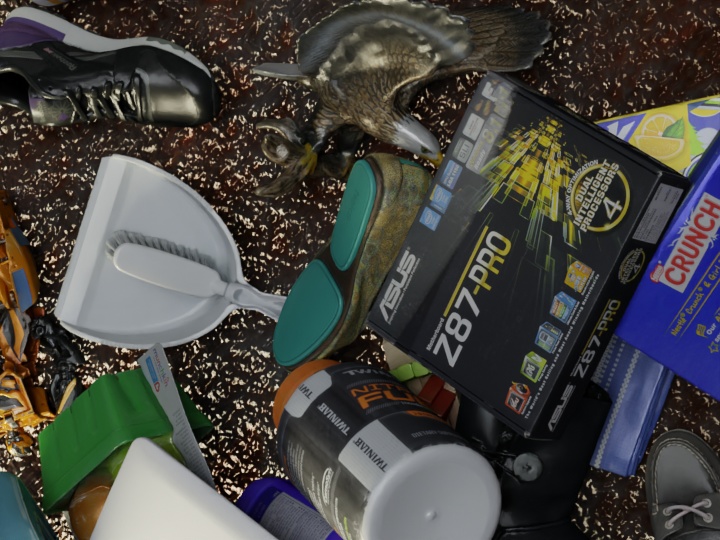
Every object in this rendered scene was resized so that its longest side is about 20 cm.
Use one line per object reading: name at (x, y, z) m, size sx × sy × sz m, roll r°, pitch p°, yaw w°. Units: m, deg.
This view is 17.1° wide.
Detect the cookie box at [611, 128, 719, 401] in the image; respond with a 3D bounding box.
cookie box at (0.291, 0.012, 1.605) m, size 0.199 × 0.075 × 0.172 m, roll 32°, pitch 108°, yaw -2°

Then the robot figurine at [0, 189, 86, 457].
robot figurine at (-0.293, 0.047, 1.841) m, size 0.144 × 0.058 × 0.201 m, roll -21°, pitch 81°, yaw 17°

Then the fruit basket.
fruit basket at (-0.152, 0.180, 1.753) m, size 0.185 × 0.093 × 0.201 m, roll -42°, pitch 71°, yaw 44°

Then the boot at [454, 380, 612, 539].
boot at (0.147, 0.162, 1.669) m, size 0.199 × 0.076 × 0.169 m, roll 20°, pitch 93°, yaw 4°

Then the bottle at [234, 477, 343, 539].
bottle at (-0.017, 0.214, 1.680) m, size 0.200 × 0.065 × 0.084 m, roll 24°, pitch 91°, yaw 48°

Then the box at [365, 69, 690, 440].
box at (0.110, -0.011, 1.610) m, size 0.161 × 0.049 × 0.201 m, roll 35°, pitch 105°, yaw 35°

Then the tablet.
tablet at (-0.103, 0.220, 1.667) m, size 0.200 × 0.014 × 0.131 m, roll 35°, pitch 119°, yaw 18°

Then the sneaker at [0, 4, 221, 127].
sneaker at (-0.203, -0.131, 1.794) m, size 0.199 × 0.088 × 0.076 m, roll 15°, pitch 134°, yaw 23°

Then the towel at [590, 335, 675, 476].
towel at (0.133, 0.049, 1.727) m, size 0.199 × 0.024 × 0.146 m, roll 22°, pitch 96°, yaw 20°

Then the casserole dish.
casserole dish at (-0.233, 0.226, 1.760) m, size 0.039 × 0.201 × 0.121 m, roll -28°, pitch 36°, yaw -2°

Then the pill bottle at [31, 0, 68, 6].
pill bottle at (-0.203, -0.266, 1.798) m, size 0.199 × 0.109 × 0.110 m, roll -15°, pitch 84°, yaw 17°

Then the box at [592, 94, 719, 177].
box at (0.186, -0.072, 1.677) m, size 0.199 × 0.064 × 0.071 m, roll -12°, pitch 84°, yaw 11°

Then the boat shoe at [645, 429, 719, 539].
boat shoe at (0.242, 0.209, 1.662) m, size 0.066 × 0.057 × 0.201 m, roll -14°, pitch 84°, yaw 14°

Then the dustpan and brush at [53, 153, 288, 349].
dustpan and brush at (-0.117, 0.007, 1.783) m, size 0.199 × 0.057 × 0.140 m, roll 18°, pitch 95°, yaw -7°

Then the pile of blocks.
pile of blocks at (0.049, 0.030, 1.713) m, size 0.082 × 0.062 × 0.201 m, roll 6°, pitch 91°, yaw 21°

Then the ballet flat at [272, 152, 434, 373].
ballet flat at (0.000, 0.000, 1.708) m, size 0.071 × 0.071 × 0.201 m, roll 37°, pitch 127°, yaw 16°

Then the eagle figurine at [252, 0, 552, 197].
eagle figurine at (0.022, -0.137, 1.707) m, size 0.150 × 0.152 × 0.200 m, roll 30°, pitch 118°, yaw -19°

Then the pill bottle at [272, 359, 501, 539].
pill bottle at (0.008, 0.129, 1.641) m, size 0.107 × 0.106 × 0.200 m, roll -62°, pitch 32°, yaw 7°
